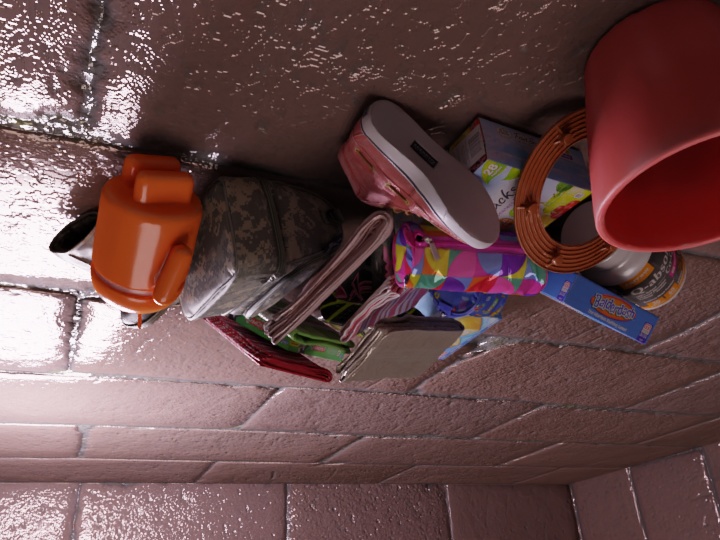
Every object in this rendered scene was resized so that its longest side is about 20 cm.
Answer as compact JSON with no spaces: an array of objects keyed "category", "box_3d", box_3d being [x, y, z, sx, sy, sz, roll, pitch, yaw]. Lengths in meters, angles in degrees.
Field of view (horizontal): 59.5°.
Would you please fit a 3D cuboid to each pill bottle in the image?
[{"category":"pill bottle","box_3d":[0.379,-0.022,0.910,0.116,0.118,0.199,-27,145,37]}]

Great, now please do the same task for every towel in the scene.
[{"category":"towel","box_3d":[-0.145,0.116,0.982,0.144,0.023,0.199,25,180,-42]},{"category":"towel","box_3d":[0.063,0.123,0.983,0.198,0.035,0.133,7,133,-44]},{"category":"towel","box_3d":[0.067,0.038,0.947,0.199,0.030,0.147,-21,159,-47]},{"category":"towel","box_3d":[-0.032,0.002,0.770,0.191,0.032,0.200,-44,180,4]},{"category":"towel","box_3d":[-0.120,0.072,0.960,0.199,0.031,0.148,27,-175,39]}]

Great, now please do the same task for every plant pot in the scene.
[{"category":"plant pot","box_3d":[0.307,-0.143,0.605,0.197,0.180,0.201,-3,152,-2]}]

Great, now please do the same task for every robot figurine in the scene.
[{"category":"robot figurine","box_3d":[-0.253,-0.033,0.742,0.142,0.117,0.202,24,117,4]}]

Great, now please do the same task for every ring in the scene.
[{"category":"ring","box_3d":[0.266,-0.089,0.735,0.198,0.019,0.203,-9,116,-19]}]

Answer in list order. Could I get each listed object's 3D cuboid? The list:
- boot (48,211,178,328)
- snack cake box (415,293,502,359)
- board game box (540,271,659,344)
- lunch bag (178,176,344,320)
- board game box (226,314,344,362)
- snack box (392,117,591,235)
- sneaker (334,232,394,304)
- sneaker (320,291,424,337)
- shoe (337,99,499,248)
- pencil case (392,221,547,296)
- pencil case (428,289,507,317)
[{"category":"boot","box_3d":[-0.352,0.007,0.904,0.181,0.073,0.199,-34,149,21]},{"category":"snack cake box","box_3d":[0.149,0.091,1.139,0.113,0.068,0.200,8,149,-24]},{"category":"board game box","box_3d":[0.302,0.029,0.909,0.151,0.045,0.200,25,-175,-20]},{"category":"lunch bag","box_3d":[-0.133,-0.026,0.818,0.166,0.141,0.200,-4,159,-39]},{"category":"board game box","box_3d":[-0.120,0.104,1.050,0.133,0.029,0.200,23,177,25]},{"category":"snack box","box_3d":[0.160,-0.089,0.803,0.167,0.069,0.200,11,147,-27]},{"category":"sneaker","box_3d":[0.000,0.000,0.953,0.094,0.080,0.201,10,150,-3]},{"category":"sneaker","box_3d":[0.031,0.086,1.090,0.197,0.076,0.077,17,165,10]},{"category":"shoe","box_3d":[0.063,-0.091,0.708,0.200,0.072,0.091,45,144,-5]},{"category":"pencil case","box_3d":[0.135,-0.013,0.784,0.197,0.090,0.089,3,151,-16]},{"category":"pencil case","box_3d":[0.167,0.033,0.953,0.087,0.078,0.199,-56,158,12]}]
